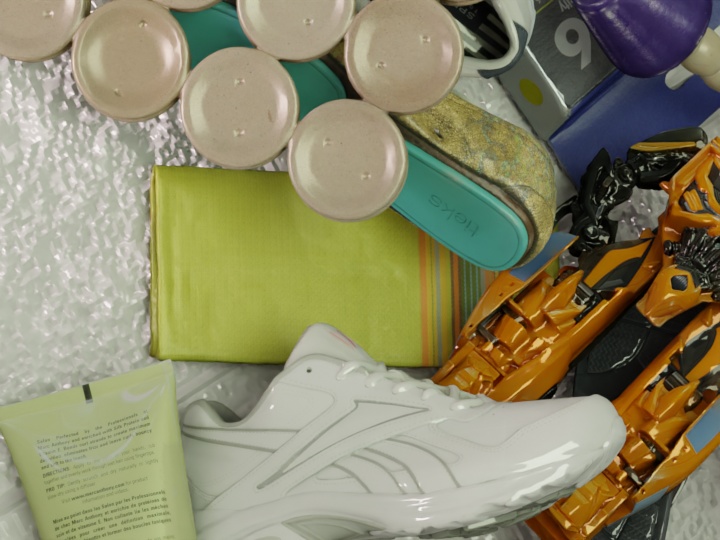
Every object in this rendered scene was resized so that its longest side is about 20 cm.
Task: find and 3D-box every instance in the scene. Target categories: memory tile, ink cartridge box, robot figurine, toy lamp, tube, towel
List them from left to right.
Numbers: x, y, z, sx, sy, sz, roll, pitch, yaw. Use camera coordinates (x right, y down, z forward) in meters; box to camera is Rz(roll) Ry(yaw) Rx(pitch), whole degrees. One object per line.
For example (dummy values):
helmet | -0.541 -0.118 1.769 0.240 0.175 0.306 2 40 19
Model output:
tube | -0.088 0.140 1.092 0.058 0.052 0.201 -6 74 -38
memory tile | -0.049 -0.121 1.108 0.199 0.017 0.154 26 92 3
towel | 0.000 0.000 1.189 0.199 0.018 0.086 2 82 -26
ink cartridge box | 0.128 -0.163 1.249 0.198 0.047 0.200 -41 103 -23
robot figurine | 0.126 0.025 1.181 0.145 0.058 0.200 43 75 11
toy lamp | 0.167 -0.088 1.224 0.200 0.058 0.058 32 72 -39

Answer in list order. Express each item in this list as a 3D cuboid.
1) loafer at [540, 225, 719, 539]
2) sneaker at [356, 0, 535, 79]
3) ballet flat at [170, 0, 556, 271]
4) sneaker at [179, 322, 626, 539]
loafer | 0.127 0.068 1.231 0.072 0.063 0.201 20 71 7
sneaker | -0.006 -0.151 1.146 0.200 0.071 0.073 30 98 -10
ballet flat | 0.000 -0.074 1.163 0.200 0.071 0.071 33 72 -5
sneaker | 0.008 0.066 1.109 0.199 0.078 0.100 -13 81 14
